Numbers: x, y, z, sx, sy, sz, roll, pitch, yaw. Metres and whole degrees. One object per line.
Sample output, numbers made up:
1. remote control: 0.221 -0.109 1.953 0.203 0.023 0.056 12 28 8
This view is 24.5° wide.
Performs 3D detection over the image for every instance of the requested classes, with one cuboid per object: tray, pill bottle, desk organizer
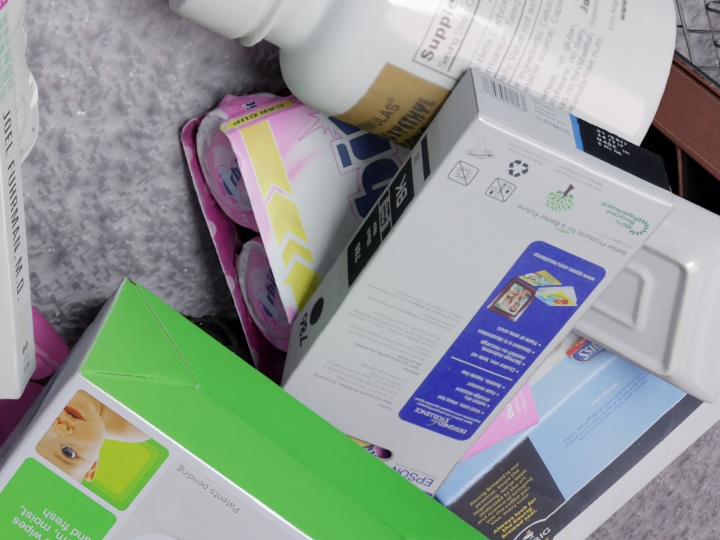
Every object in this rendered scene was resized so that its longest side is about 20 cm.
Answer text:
1. tray: 0.098 -0.013 0.833 0.022 0.199 0.108 -34 141 -39
2. pill bottle: 0.025 -0.112 0.710 0.198 0.115 0.115 22 110 -19
3. desk organizer: 0.151 -0.066 0.833 0.071 0.200 0.077 21 110 -48

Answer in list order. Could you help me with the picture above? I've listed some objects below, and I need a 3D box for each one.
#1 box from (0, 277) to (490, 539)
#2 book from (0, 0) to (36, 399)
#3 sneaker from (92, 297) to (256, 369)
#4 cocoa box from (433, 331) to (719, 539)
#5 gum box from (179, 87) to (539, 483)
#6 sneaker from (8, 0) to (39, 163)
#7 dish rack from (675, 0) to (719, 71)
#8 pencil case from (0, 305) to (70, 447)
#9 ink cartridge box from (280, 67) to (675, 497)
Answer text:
1. box: -0.073 0.139 0.689 0.199 0.097 0.177 37 110 -9
2. book: -0.189 -0.050 0.594 0.132 0.048 0.202 4 117 3
3. sneaker: -0.065 0.049 0.852 0.091 0.066 0.200 -45 143 -5
4. cocoa box: 0.104 0.059 0.945 0.200 0.133 0.132 -40 140 -6
5. gum box: 0.000 0.000 0.799 0.113 0.066 0.202 -23 103 -25
6. sneaker: -0.160 -0.088 0.660 0.091 0.076 0.201 1 130 -49
7. dish rack: 0.233 -0.137 0.911 0.153 0.054 0.201 -45 131 -28
8. pencil case: -0.218 0.083 0.727 0.200 0.094 0.091 -43 101 -6
9. ink cartridge box: 0.038 0.013 0.717 0.099 0.039 0.201 22 125 -21
